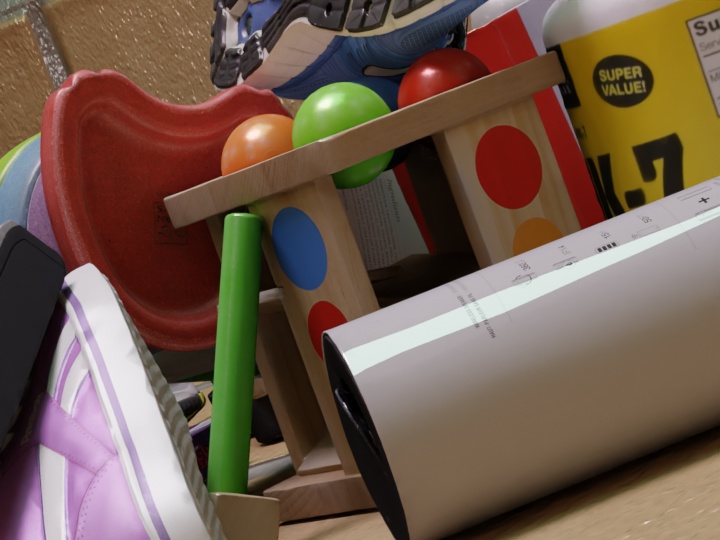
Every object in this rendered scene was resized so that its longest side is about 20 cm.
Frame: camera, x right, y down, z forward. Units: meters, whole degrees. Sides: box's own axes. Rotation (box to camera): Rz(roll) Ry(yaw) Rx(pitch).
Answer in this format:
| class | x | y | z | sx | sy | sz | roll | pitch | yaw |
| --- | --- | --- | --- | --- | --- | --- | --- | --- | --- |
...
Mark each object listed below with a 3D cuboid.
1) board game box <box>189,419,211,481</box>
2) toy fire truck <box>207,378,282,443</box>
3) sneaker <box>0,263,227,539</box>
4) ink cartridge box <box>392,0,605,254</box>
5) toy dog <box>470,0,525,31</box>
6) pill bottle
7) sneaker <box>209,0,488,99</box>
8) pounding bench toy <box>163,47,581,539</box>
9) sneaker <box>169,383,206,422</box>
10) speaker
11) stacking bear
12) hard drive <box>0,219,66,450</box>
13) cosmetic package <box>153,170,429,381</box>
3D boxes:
| class | x | y | z | sx | sy | sz | roll | pitch | yaw |
| --- | --- | --- | --- | --- | --- | --- | --- | --- | --- |
| board game box | -0.149 | 0.120 | 1.140 | 0.119 | 0.033 | 0.200 | -16 | 5 | 27 |
| toy fire truck | 0.003 | 0.015 | 1.326 | 0.199 | 0.129 | 0.176 | -31 | 6 | -11 |
| sneaker | -0.116 | 0.073 | 0.844 | 0.114 | 0.073 | 0.201 | -27 | 30 | 1 |
| ink cartridge box | 0.116 | -0.053 | 1.041 | 0.199 | 0.161 | 0.047 | -25 | -1 | 6 |
| toy dog | 0.059 | -0.113 | 1.328 | 0.131 | 0.097 | 0.200 | -19 | -28 | -40 |
| pill bottle | 0.139 | -0.071 | 0.955 | 0.113 | 0.202 | 0.114 | -20 | 3 | 1 |
| sneaker | 0.016 | -0.118 | 0.996 | 0.089 | 0.079 | 0.200 | 8 | -13 | -30 |
| pounding bench toy | -0.009 | 0.011 | 0.928 | 0.199 | 0.157 | 0.124 | -23 | 5 | -36 |
| sneaker | -0.166 | 0.080 | 1.314 | 0.075 | 0.077 | 0.200 | -44 | -11 | 22 |
| speaker | 0.088 | 0.022 | 0.806 | 0.199 | 0.082 | 0.081 | -21 | 3 | -10 |
| stacking bear | -0.131 | -0.013 | 1.048 | 0.121 | 0.115 | 0.199 | 3 | -8 | -37 |
| hard drive | -0.188 | 0.087 | 0.867 | 0.200 | 0.033 | 0.140 | -43 | 20 | 30 |
| cosmetic package | 0.000 | 0.000 | 1.138 | 0.199 | 0.086 | 0.107 | 0 | -14 | -45 |
